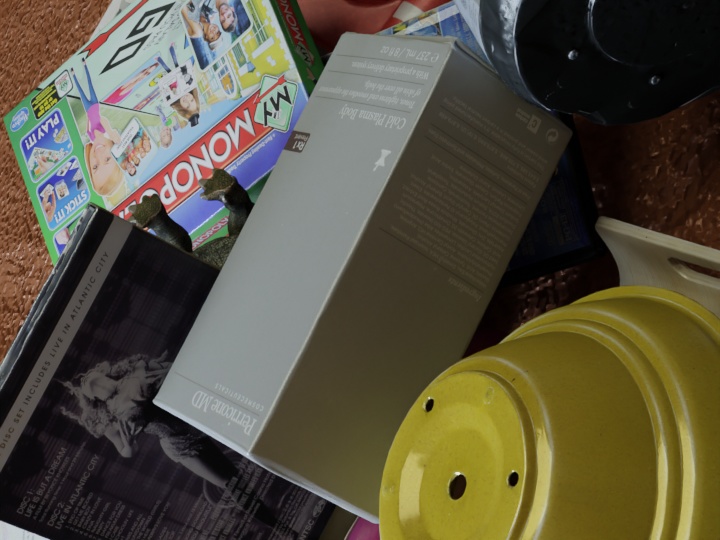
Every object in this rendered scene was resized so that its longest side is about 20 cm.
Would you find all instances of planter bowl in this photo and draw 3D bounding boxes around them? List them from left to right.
[{"bbox_3d":[0.065,0.094,0.750,0.200,0.083,0.202,-29,52,46],"label":"planter bowl"}]

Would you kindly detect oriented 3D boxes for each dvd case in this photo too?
[{"bbox_3d":[-0.084,0.074,0.894,0.016,0.199,0.149,30,92,55],"label":"dvd case"},{"bbox_3d":[0.020,-0.049,0.949,0.199,0.017,0.144,-19,83,33],"label":"dvd case"}]

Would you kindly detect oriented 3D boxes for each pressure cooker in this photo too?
[{"bbox_3d":[0.097,-0.188,0.818,0.177,0.177,0.201,-62,41,38],"label":"pressure cooker"}]

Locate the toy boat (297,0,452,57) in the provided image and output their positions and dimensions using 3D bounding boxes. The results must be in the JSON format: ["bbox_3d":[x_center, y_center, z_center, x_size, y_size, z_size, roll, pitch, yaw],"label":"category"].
[{"bbox_3d":[0.006,-0.183,1.003,0.130,0.131,0.201,34,89,36],"label":"toy boat"}]

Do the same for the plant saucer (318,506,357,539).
[{"bbox_3d":[-0.016,0.078,1.006,0.200,0.029,0.201,-33,43,37],"label":"plant saucer"}]

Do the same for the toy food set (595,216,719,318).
[{"bbox_3d":[0.109,0.083,0.806,0.143,0.060,0.201,21,84,56],"label":"toy food set"}]

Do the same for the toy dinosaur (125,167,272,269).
[{"bbox_3d":[-0.056,0.001,0.938,0.199,0.103,0.077,-36,48,-11],"label":"toy dinosaur"}]

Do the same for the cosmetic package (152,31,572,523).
[{"bbox_3d":[0.000,0.000,0.847,0.107,0.090,0.201,14,74,58],"label":"cosmetic package"}]

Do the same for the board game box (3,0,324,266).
[{"bbox_3d":[-0.103,-0.077,1.000,0.200,0.029,0.135,-36,65,31],"label":"board game box"}]

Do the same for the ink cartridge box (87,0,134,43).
[{"bbox_3d":[-0.067,-0.143,1.121,0.201,0.146,0.083,-58,28,5],"label":"ink cartridge box"}]

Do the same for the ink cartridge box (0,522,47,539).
[{"bbox_3d":[-0.181,0.184,1.099,0.200,0.087,0.146,-35,42,31],"label":"ink cartridge box"}]

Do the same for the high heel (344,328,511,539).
[{"bbox_3d":[0.040,0.126,0.875,0.095,0.067,0.202,-1,81,17],"label":"high heel"}]
